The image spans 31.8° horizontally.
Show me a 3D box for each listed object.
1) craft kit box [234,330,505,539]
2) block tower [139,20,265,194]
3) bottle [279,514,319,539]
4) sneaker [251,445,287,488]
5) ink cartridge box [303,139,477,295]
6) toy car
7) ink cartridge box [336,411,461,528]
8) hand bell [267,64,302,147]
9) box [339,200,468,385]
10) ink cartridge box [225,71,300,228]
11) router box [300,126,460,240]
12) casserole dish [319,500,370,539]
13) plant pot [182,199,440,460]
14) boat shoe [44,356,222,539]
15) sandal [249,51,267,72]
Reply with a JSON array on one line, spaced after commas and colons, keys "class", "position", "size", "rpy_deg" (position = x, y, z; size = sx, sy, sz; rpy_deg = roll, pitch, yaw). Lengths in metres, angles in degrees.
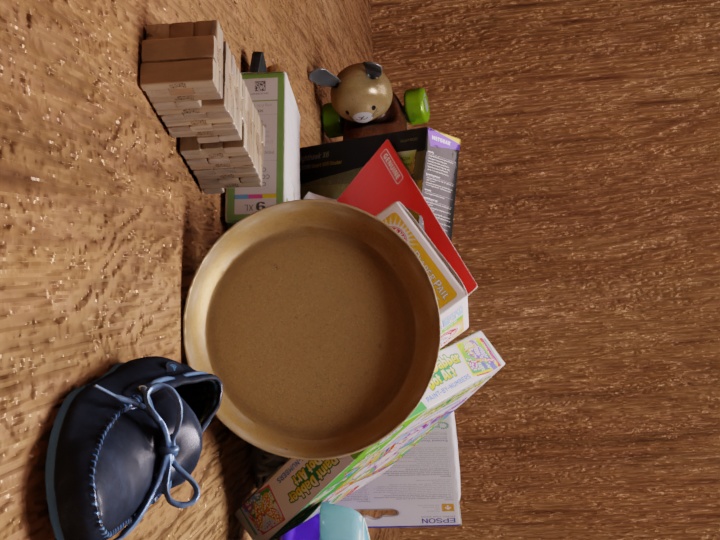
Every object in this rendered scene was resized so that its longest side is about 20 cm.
[{"class": "craft kit box", "position": [0.010, 0.148, 1.123], "size": [0.049, 0.198, 0.199], "rpy_deg": [50, 37, 14]}, {"class": "block tower", "position": [-0.115, -0.121, 0.963], "size": [0.200, 0.057, 0.055], "rpy_deg": [75, 13, -71]}, {"class": "bottle", "position": [-0.045, 0.342, 1.394], "size": [0.201, 0.064, 0.084], "rpy_deg": [80, 9, -52]}, {"class": "sneaker", "position": [-0.073, 0.165, 1.189], "size": [0.201, 0.075, 0.093], "rpy_deg": [70, 28, -55]}, {"class": "ink cartridge box", "position": [0.000, 0.000, 1.187], "size": [0.044, 0.177, 0.201], "rpy_deg": [12, 38, -43]}, {"class": "toy car", "position": [0.004, -0.241, 1.875], "size": [0.200, 0.162, 0.159], "rpy_deg": [59, 26, -59]}, {"class": "ink cartridge box", "position": [0.008, 0.201, 1.350], "size": [0.044, 0.194, 0.201], "rpy_deg": [-86, 171, -45]}, {"class": "hand bell", "position": [-0.072, -0.132, 1.409], "size": [0.104, 0.103, 0.202], "rpy_deg": [16, 60, -85]}, {"class": "box", "position": [-0.015, 0.052, 1.056], "size": [0.102, 0.199, 0.113], "rpy_deg": [53, -5, 16]}, {"class": "ink cartridge box", "position": [-0.090, -0.073, 1.183], "size": [0.104, 0.059, 0.202], "rpy_deg": [74, 13, -72]}, {"class": "router box", "position": [0.007, -0.051, 1.265], "size": [0.052, 0.199, 0.159], "rpy_deg": [13, 78, -42]}, {"class": "casserole dish", "position": [-0.009, 0.290, 1.063], "size": [0.122, 0.038, 0.202], "rpy_deg": [80, 6, -54]}, {"class": "plant pot", "position": [-0.037, 0.045, 0.974], "size": [0.028, 0.197, 0.203], "rpy_deg": [118, -29, -76]}, {"class": "boat shoe", "position": [-0.120, 0.086, 0.700], "size": [0.200, 0.068, 0.085], "rpy_deg": [-79, 165, -70]}, {"class": "sandal", "position": [-0.087, -0.126, 1.310], "size": [0.075, 0.047, 0.203], "rpy_deg": [-68, 155, -78]}]
